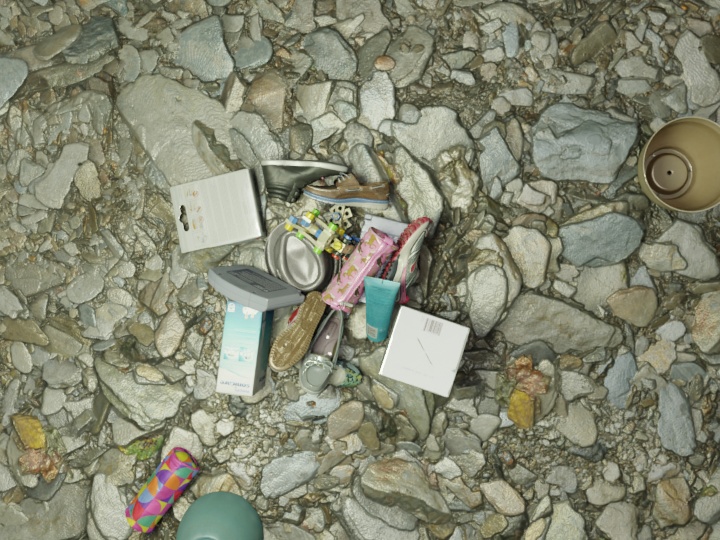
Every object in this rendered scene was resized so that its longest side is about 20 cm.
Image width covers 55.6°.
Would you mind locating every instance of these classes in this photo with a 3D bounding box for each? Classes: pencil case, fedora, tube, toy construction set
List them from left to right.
[{"bbox_3d":[-0.453,0.503,1.563,0.088,0.088,0.200,38,93,3],"label":"pencil case"},{"bbox_3d":[-0.136,-0.028,1.550,0.175,0.090,0.202,-16,88,2],"label":"fedora"},{"bbox_3d":[-0.070,-0.085,1.501,0.131,0.200,0.093,35,114,15],"label":"toy construction set"},{"bbox_3d":[0.000,0.000,1.484,0.086,0.083,0.201,42,102,34],"label":"pencil case"},{"bbox_3d":[0.041,0.082,1.490,0.077,0.201,0.051,7,52,2],"label":"tube"}]

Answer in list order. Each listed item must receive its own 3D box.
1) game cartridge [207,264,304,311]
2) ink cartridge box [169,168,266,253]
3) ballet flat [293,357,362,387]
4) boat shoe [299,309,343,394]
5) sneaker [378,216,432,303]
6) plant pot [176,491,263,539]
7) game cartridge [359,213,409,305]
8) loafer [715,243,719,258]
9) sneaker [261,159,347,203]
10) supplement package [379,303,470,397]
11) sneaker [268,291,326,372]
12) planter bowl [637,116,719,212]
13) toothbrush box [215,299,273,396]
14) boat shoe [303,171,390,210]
[{"bbox_3d":[-0.236,0.037,1.494,0.199,0.133,0.041,24,107,36],"label":"game cartridge"},{"bbox_3d":[-0.331,-0.135,1.591,0.198,0.050,0.164,-11,89,11],"label":"ink cartridge box"},{"bbox_3d":[-0.094,0.222,1.553,0.199,0.074,0.075,22,90,5],"label":"ballet flat"},{"bbox_3d":[-0.082,0.177,1.510,0.074,0.065,0.203,21,55,3],"label":"boat shoe"},{"bbox_3d":[0.106,-0.025,1.501,0.074,0.081,0.201,25,98,-12],"label":"sneaker"},{"bbox_3d":[-0.327,0.615,1.526,0.198,0.135,0.202,0,89,2],"label":"plant pot"},{"bbox_3d":[0.051,-0.017,1.561,0.132,0.041,0.202,15,90,7],"label":"game cartridge"},{"bbox_3d":[0.875,-0.083,1.517,0.199,0.073,0.071,-21,77,-3],"label":"loafer"},{"bbox_3d":[-0.128,-0.203,1.569,0.198,0.071,0.100,1,100,0],"label":"sneaker"},{"bbox_3d":[0.134,0.166,1.477,0.151,0.200,0.152,18,89,3],"label":"supplement package"},{"bbox_3d":[-0.145,0.148,1.520,0.071,0.113,0.201,32,64,-2],"label":"sneaker"},{"bbox_3d":[0.694,-0.221,1.489,0.198,0.135,0.202,0,90,3],"label":"planter bowl"},{"bbox_3d":[-0.254,0.168,1.525,0.085,0.146,0.202,6,90,3],"label":"toothbrush box"},{"bbox_3d":[-0.029,-0.185,1.542,0.198,0.072,0.073,4,104,-18],"label":"boat shoe"}]
